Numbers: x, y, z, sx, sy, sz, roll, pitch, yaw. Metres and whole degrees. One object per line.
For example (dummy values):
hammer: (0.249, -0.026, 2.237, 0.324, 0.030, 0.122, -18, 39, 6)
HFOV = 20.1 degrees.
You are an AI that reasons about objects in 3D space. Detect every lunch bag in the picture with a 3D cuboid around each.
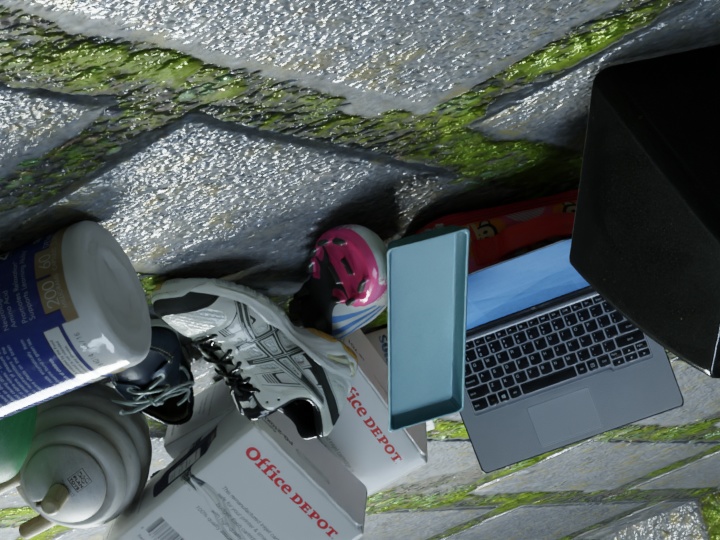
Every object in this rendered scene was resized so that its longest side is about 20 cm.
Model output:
lunch bag: (0.132, -0.007, 1.736, 0.199, 0.082, 0.176, -12, 162, -16)

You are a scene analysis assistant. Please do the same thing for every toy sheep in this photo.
toy sheep: (-0.252, 0.170, 1.809, 0.137, 0.138, 0.200, -22, -160, 15)

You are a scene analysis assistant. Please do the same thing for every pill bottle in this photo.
pill bottle: (-0.262, 0.048, 1.471, 0.199, 0.111, 0.111, -22, 163, 14)

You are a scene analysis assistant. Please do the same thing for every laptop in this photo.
laptop: (0.154, 0.069, 1.692, 0.186, 0.201, 0.116, -20, -168, 9)

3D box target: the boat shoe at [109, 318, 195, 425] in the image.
boat shoe: (-0.184, 0.093, 1.773, 0.075, 0.062, 0.200, -18, 164, -2)

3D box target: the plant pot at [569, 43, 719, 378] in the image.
plant pot: (0.290, -0.039, 1.510, 0.199, 0.178, 0.201, -13, 135, -15)

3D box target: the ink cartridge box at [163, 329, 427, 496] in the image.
ink cartridge box: (-0.058, 0.152, 1.877, 0.199, 0.147, 0.086, -31, -160, 14)

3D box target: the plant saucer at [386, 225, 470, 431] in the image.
plant saucer: (0.051, 0.046, 1.630, 0.070, 0.019, 0.201, -15, 132, -15)

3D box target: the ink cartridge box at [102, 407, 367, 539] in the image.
ink cartridge box: (-0.111, 0.224, 1.818, 0.200, 0.145, 0.084, -40, -166, 19)

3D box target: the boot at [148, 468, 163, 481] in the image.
boot: (-0.124, 0.226, 2.118, 0.167, 0.077, 0.200, -10, -169, 16)

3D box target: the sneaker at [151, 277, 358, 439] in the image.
sneaker: (-0.088, 0.074, 1.663, 0.199, 0.088, 0.076, 28, 156, -27)

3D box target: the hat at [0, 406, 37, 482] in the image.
hat: (-0.308, 0.167, 1.681, 0.165, 0.177, 0.200, -17, 164, 4)

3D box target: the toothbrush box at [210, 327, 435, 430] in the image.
toothbrush box: (-0.034, 0.136, 2.018, 0.199, 0.086, 0.146, -17, 163, 1)

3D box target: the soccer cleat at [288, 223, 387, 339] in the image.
soccer cleat: (0.000, 0.000, 1.678, 0.086, 0.070, 0.200, -26, 171, -22)
